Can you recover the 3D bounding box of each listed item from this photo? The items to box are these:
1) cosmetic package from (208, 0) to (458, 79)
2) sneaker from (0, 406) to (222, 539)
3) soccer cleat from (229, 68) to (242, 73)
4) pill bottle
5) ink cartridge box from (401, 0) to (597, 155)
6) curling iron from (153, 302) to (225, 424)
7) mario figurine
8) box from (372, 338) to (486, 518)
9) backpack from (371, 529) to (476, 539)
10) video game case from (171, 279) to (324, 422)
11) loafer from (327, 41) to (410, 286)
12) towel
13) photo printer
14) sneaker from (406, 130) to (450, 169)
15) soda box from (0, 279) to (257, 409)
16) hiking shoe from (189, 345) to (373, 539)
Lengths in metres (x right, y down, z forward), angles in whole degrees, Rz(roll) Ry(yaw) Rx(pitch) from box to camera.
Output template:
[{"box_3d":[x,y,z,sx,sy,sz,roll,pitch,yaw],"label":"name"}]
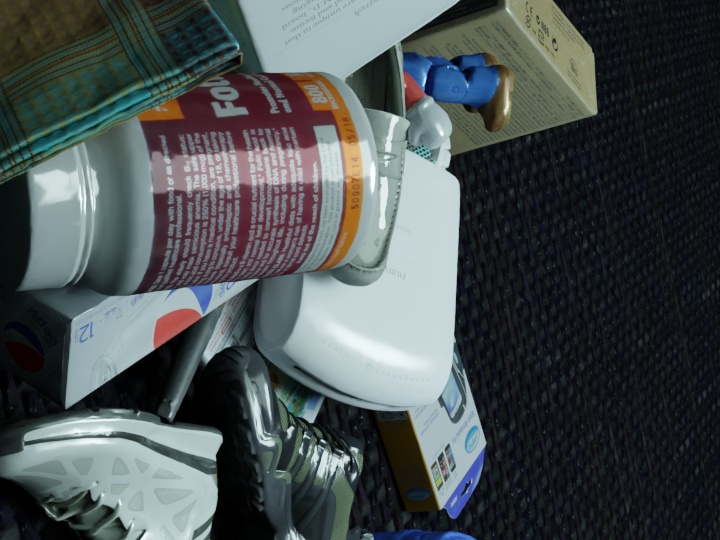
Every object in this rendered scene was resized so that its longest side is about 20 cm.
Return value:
[{"box_3d":[-0.045,-0.243,0.843,0.166,0.164,0.200,54,-7,22],"label":"cosmetic package"},{"box_3d":[-0.143,0.145,0.768,0.200,0.075,0.117,21,62,-59],"label":"sneaker"},{"box_3d":[-0.071,-0.159,0.956,0.069,0.077,0.203,12,64,-48],"label":"soccer cleat"},{"box_3d":[-0.099,-0.048,0.714,0.197,0.114,0.116,-7,88,-32],"label":"pill bottle"},{"box_3d":[0.103,-0.194,1.194,0.199,0.163,0.076,34,52,-52],"label":"ink cartridge box"},{"box_3d":[-0.093,0.017,0.878,0.026,0.049,0.201,62,41,-38],"label":"curling iron"},{"box_3d":[0.015,-0.136,1.049,0.197,0.123,0.108,5,76,-14],"label":"mario figurine"},{"box_3d":[0.055,0.113,1.152,0.119,0.041,0.203,-41,119,-56],"label":"box"},{"box_3d":[0.062,0.299,0.992,0.163,0.165,0.203,45,41,-54],"label":"backpack"},{"box_3d":[-0.069,0.023,0.982,0.184,0.022,0.201,61,35,-30],"label":"video game case"},{"box_3d":[0.000,-0.091,0.922,0.069,0.070,0.203,7,70,-27],"label":"loafer"},{"box_3d":[-0.173,-0.106,0.645,0.147,0.198,0.022,54,-14,34],"label":"towel"},{"box_3d":[0.000,0.000,0.986,0.165,0.069,0.203,23,61,-36],"label":"photo printer"},{"box_3d":[0.021,-0.082,1.116,0.091,0.077,0.203,42,46,-41],"label":"sneaker"},{"box_3d":[-0.132,0.000,0.795,0.200,0.068,0.064,-37,147,-50],"label":"soda box"},{"box_3d":[-0.050,0.129,0.913,0.100,0.075,0.203,-35,123,-35],"label":"hiking shoe"}]
